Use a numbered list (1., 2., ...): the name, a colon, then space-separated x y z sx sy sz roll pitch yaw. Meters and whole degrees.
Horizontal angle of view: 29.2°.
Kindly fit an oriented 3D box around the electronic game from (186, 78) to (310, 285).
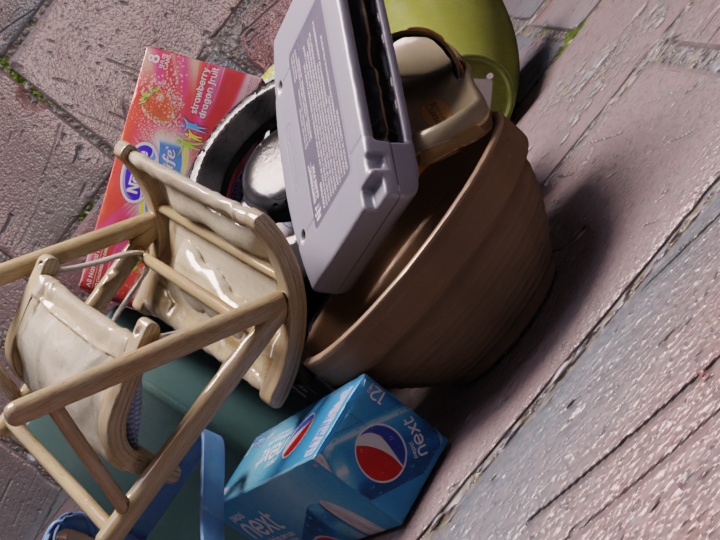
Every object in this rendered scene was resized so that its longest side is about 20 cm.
1. electronic game: -0.047 -0.069 0.991 0.198 0.042 0.201 -18 49 23

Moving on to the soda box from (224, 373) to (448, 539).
1. soda box: -0.025 0.131 0.878 0.064 0.068 0.200 -57 10 -27

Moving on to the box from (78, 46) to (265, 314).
1. box: -0.145 -0.064 1.110 0.095 0.099 0.202 60 -134 -85

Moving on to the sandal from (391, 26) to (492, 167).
1. sandal: 0.031 -0.123 0.888 0.080 0.054 0.200 -31 25 2

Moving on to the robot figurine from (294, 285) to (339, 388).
1. robot figurine: -0.002 -0.001 1.103 0.201 0.149 0.125 -59 -2 -37

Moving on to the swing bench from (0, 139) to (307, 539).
1. swing bench: -0.154 0.038 0.899 0.200 0.130 0.198 -39 35 -18

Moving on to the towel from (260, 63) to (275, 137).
1. towel: -0.096 -0.104 1.296 0.200 0.048 0.171 -49 28 -1

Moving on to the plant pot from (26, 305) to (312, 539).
1. plant pot: -0.150 0.132 1.097 0.141 0.200 0.142 -48 8 19

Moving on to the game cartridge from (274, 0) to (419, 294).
1. game cartridge: -0.015 -0.095 0.877 0.133 0.041 0.202 130 138 -51

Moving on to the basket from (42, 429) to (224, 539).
1. basket: -0.143 0.217 0.876 0.201 0.138 0.177 -55 21 25

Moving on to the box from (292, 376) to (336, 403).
1. box: -0.089 0.083 1.292 0.200 0.107 0.149 -44 11 40

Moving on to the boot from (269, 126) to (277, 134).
1. boot: 0.022 -0.109 1.208 0.199 0.068 0.190 -20 -48 -27

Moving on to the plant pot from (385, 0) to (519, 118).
1. plant pot: 0.086 -0.198 1.380 0.187 0.186 0.200 -50 24 13

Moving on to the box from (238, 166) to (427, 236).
1. box: -0.006 -0.072 1.055 0.199 0.042 0.119 -38 31 -3

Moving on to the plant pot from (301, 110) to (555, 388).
1. plant pot: 0.057 0.006 0.872 0.201 0.092 0.201 -51 7 9
